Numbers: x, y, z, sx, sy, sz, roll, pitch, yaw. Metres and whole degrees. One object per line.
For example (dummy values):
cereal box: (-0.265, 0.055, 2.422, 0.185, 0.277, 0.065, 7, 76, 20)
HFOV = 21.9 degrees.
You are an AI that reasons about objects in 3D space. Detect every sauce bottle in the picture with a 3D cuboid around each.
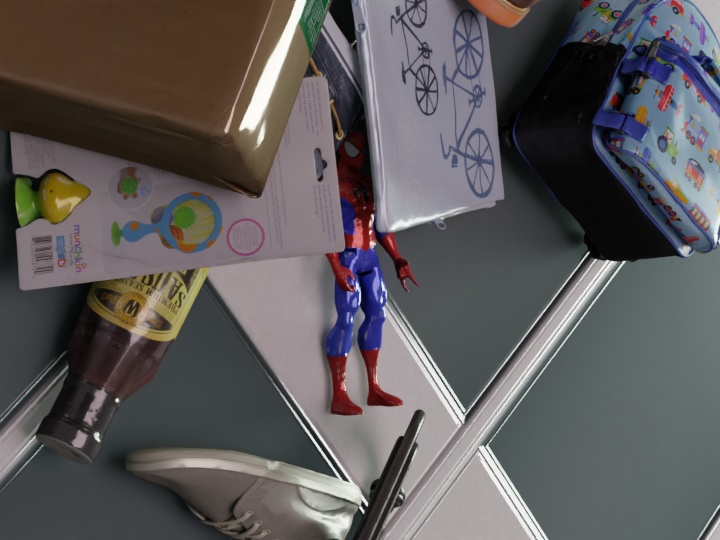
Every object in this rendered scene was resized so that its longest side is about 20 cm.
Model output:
sauce bottle: (-0.143, 0.027, 1.186, 0.066, 0.066, 0.200, 38, 65, -36)

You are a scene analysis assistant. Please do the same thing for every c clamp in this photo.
c clamp: (-0.002, 0.197, 1.300, 0.171, 0.027, 0.200, 101, 13, -59)

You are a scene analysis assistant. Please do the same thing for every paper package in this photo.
paper package: (-0.120, -0.167, 1.115, 0.104, 0.190, 0.201, 73, 34, -71)

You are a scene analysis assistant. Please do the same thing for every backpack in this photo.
backpack: (0.230, -0.129, 1.474, 0.183, 0.134, 0.200, 48, 58, -34)

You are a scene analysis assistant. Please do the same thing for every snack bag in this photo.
snack bag: (0.048, -0.124, 1.350, 0.200, 0.021, 0.189, -21, 107, -58)

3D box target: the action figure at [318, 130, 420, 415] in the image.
action figure: (0.000, 0.000, 1.328, 0.065, 0.052, 0.201, -9, 94, -38)

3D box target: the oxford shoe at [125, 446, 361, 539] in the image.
oxford shoe: (-0.074, 0.154, 1.246, 0.200, 0.075, 0.058, 23, 73, -45)

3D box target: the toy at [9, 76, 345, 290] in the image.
toy: (-0.114, -0.050, 1.158, 0.199, 0.047, 0.116, -6, 74, -2)

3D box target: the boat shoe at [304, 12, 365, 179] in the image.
boat shoe: (-0.065, -0.149, 1.247, 0.200, 0.071, 0.091, 50, 56, -33)

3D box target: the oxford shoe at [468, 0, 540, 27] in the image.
oxford shoe: (0.064, -0.266, 1.337, 0.200, 0.073, 0.071, 38, 34, -20)
